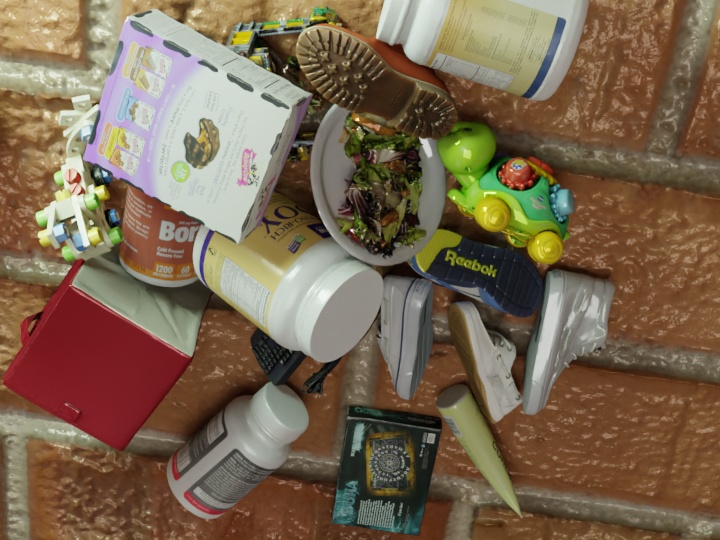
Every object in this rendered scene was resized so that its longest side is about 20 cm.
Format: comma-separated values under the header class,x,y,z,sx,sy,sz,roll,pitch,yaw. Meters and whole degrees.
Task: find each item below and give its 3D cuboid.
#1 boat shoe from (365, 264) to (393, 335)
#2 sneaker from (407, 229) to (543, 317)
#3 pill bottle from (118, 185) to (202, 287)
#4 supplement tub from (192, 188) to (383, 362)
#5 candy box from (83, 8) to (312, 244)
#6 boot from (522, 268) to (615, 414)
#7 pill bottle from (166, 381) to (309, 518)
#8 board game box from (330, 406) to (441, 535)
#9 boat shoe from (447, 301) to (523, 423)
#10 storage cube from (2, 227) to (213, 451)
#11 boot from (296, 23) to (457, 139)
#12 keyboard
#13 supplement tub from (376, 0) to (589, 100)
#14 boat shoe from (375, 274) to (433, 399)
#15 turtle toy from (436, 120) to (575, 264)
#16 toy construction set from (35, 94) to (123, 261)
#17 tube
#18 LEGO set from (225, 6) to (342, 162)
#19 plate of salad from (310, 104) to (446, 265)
class,x,y,z,sx,sy,sz,roll,pitch,yaw
boat shoe,0.000,0.000,1.362,0.069,0.074,0.202,25,123,16
sneaker,0.140,-0.002,1.348,0.198,0.082,0.075,25,82,-23
pill bottle,-0.223,-0.091,1.292,0.111,0.113,0.202,13,121,-4
supplement tub,-0.085,0.002,1.272,0.199,0.145,0.147,34,125,29
candy box,-0.174,-0.152,1.151,0.198,0.072,0.169,29,116,5
boot,0.268,0.099,1.387,0.094,0.074,0.202,8,113,-2
pill bottle,-0.165,0.242,1.481,0.110,0.111,0.200,40,115,-18
board game box,0.034,0.287,1.541,0.133,0.028,0.202,9,121,-1
boat shoe,0.168,0.109,1.411,0.069,0.071,0.201,-27,128,-7
storage cube,-0.313,0.079,1.362,0.199,0.172,0.180,34,116,-15
boot,0.013,-0.225,1.190,0.198,0.108,0.075,24,128,-28
keyboard,-0.068,0.084,1.384,0.127,0.021,0.200,49,129,15
supplement tub,0.127,-0.275,1.145,0.198,0.145,0.146,17,120,-6
boat shoe,0.054,0.080,1.400,0.066,0.074,0.202,20,132,18
turtle toy,0.169,-0.094,1.262,0.199,0.146,0.102,31,96,-14
toy construction set,-0.330,-0.099,1.272,0.091,0.203,0.131,-7,157,12
tube,0.170,0.248,1.492,0.052,0.058,0.201,-12,117,39
LEGO set,-0.082,-0.193,1.220,0.152,0.116,0.202,4,120,1
plate of salad,0.030,-0.107,1.226,0.048,0.201,0.201,-4,130,51
